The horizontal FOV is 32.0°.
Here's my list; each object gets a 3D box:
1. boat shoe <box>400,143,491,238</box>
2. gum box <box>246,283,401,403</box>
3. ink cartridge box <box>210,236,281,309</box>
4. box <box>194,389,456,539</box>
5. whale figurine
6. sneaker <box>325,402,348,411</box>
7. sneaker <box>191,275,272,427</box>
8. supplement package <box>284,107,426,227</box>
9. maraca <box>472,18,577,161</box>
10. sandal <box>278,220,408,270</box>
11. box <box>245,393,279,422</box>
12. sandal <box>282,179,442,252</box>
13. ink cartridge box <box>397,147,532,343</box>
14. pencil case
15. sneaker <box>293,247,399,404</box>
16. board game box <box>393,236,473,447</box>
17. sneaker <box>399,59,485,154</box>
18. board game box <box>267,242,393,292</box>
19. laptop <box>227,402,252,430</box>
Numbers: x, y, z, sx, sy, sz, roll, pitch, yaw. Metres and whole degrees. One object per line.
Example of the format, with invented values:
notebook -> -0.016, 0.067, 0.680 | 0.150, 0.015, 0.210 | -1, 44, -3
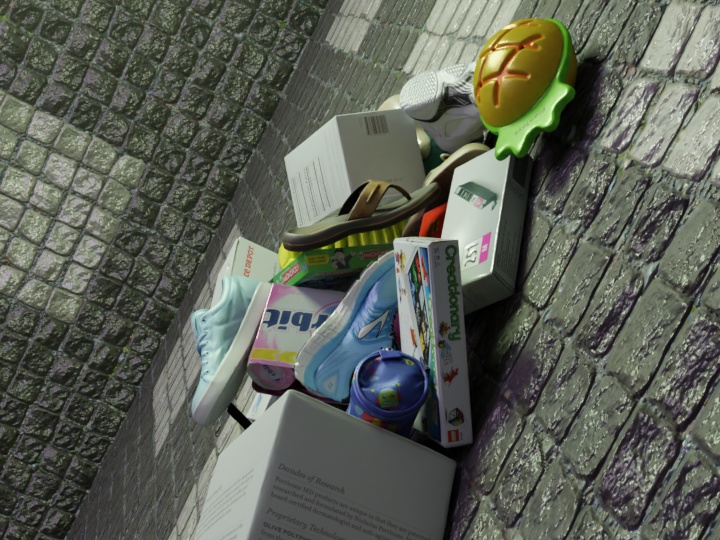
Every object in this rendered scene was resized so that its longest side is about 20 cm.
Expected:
boat shoe -> 0.105, -0.097, 1.542 | 0.200, 0.073, 0.063 | -51, 22, 45
gum box -> -0.028, 0.088, 1.454 | 0.067, 0.197, 0.114 | 81, -161, -50
ink cartridge box -> -0.112, 0.058, 1.798 | 0.084, 0.198, 0.147 | -56, 16, 31
box -> -0.044, 0.257, 1.236 | 0.199, 0.198, 0.173 | -46, 25, 53
whale figurine -> 0.076, -0.141, 1.723 | 0.159, 0.102, 0.203 | 141, 127, -59
sneaker -> -0.004, 0.197, 1.475 | 0.085, 0.074, 0.202 | -41, 36, 44
sneaker -> -0.170, 0.091, 1.474 | 0.074, 0.081, 0.201 | 101, -171, -52
supplement package -> -0.011, -0.129, 1.653 | 0.200, 0.112, 0.111 | -25, 76, 64
maraca -> 0.183, -0.201, 1.378 | 0.137, 0.106, 0.201 | -44, 29, 32
sandal -> -0.006, -0.025, 1.674 | 0.087, 0.197, 0.081 | 40, -132, -63
box -> -0.055, 0.128, 1.657 | 0.202, 0.111, 0.101 | -67, 13, -9
sandal -> 0.000, -0.073, 1.455 | 0.082, 0.197, 0.055 | -128, 22, -80
ink cartridge box -> 0.106, -0.033, 1.402 | 0.173, 0.043, 0.202 | -25, 38, 39
pencil case -> 0.018, 0.155, 1.296 | 0.201, 0.077, 0.088 | 104, 169, -55
sneaker -> 0.018, 0.061, 1.375 | 0.201, 0.090, 0.078 | -52, -11, -3
board game box -> 0.072, 0.068, 1.278 | 0.126, 0.034, 0.203 | -167, 73, -75
sneaker -> 0.154, -0.199, 1.548 | 0.198, 0.115, 0.076 | -4, 55, 34
board game box -> 0.000, 0.000, 1.534 | 0.134, 0.198, 0.030 | -37, 62, 60
laptop -> -0.127, 0.274, 1.535 | 0.187, 0.114, 0.203 | 165, 116, -84
